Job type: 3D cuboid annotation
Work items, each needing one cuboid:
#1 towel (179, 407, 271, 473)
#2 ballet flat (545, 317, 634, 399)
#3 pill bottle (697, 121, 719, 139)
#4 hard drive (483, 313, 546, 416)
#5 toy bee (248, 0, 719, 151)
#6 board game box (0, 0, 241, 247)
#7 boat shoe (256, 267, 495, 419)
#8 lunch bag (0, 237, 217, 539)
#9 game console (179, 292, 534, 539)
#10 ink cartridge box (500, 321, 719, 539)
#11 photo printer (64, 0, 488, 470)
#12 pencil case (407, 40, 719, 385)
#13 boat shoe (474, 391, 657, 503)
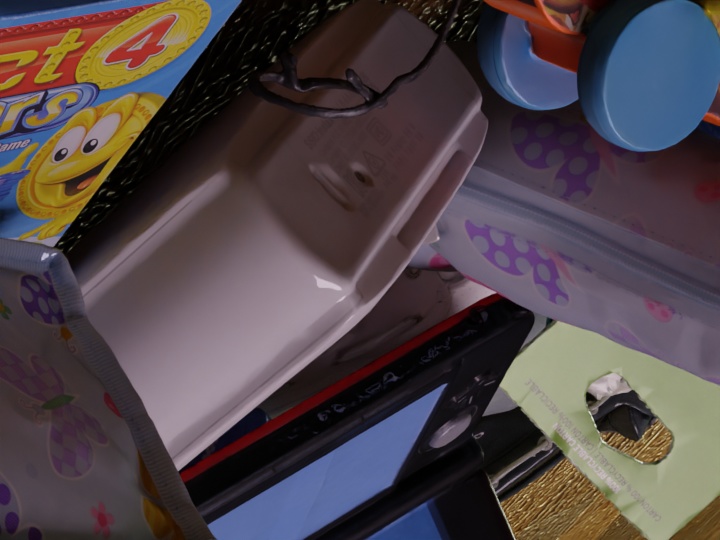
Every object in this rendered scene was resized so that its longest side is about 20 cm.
[{"bbox_3d":[-0.125,0.115,0.975,0.200,0.024,0.145,1,115,-41],"label":"towel"},{"bbox_3d":[0.154,-0.012,1.198,0.200,0.072,0.072,-35,171,-45],"label":"ballet flat"},{"bbox_3d":[0.171,-0.093,0.929,0.112,0.112,0.200,-23,151,-21],"label":"pill bottle"},{"bbox_3d":[0.046,0.028,1.224,0.140,0.033,0.200,-41,160,33],"label":"hard drive"},{"bbox_3d":[0.076,-0.090,0.801,0.200,0.131,0.109,-7,114,-56],"label":"toy bee"},{"bbox_3d":[-0.155,-0.026,0.696,0.200,0.056,0.196,-15,158,-40],"label":"board game box"},{"bbox_3d":[0.000,0.000,1.017,0.200,0.071,0.070,-26,167,11],"label":"boat shoe"},{"bbox_3d":[-0.164,0.075,0.666,0.170,0.127,0.200,-39,155,21],"label":"lunch bag"},{"bbox_3d":[-0.005,0.127,0.977,0.200,0.119,0.172,-30,162,-27],"label":"game console"},{"bbox_3d":[0.178,0.034,1.107,0.200,0.076,0.148,-41,130,4],"label":"ink cartridge box"},{"bbox_3d":[-0.062,0.014,0.860,0.200,0.069,0.166,-40,-173,30],"label":"photo printer"},{"bbox_3d":[0.092,-0.014,0.908,0.091,0.200,0.083,20,92,-55],"label":"pencil case"},{"bbox_3d":[0.126,0.063,1.409,0.200,0.060,0.076,-27,163,-10],"label":"boat shoe"}]
